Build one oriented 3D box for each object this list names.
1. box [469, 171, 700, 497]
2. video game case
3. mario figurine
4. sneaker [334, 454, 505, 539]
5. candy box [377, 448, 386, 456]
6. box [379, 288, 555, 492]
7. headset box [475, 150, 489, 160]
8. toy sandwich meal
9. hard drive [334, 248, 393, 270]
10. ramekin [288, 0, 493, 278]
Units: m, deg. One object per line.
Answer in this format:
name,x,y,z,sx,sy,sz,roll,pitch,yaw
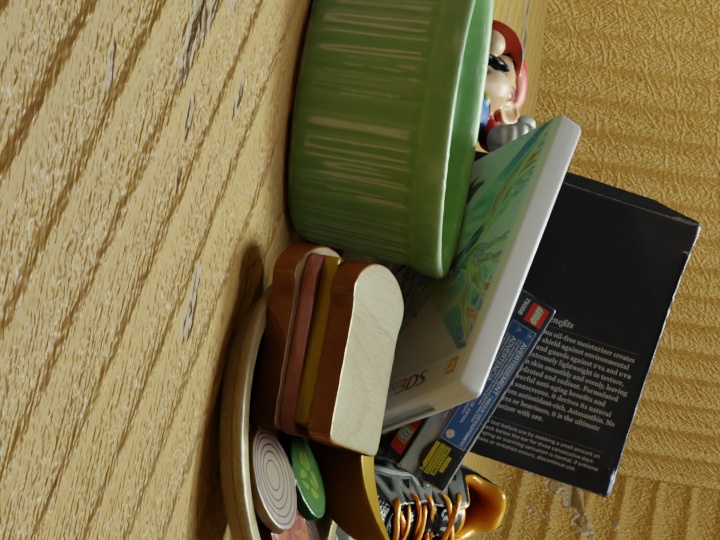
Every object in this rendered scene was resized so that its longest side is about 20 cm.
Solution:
box,0.141,0.033,1.690,0.200,0.123,0.199,-112,-139,-84
video game case,0.057,0.010,1.529,0.182,0.022,0.201,-28,-145,59
mario figurine,0.073,-0.138,1.773,0.124,0.106,0.200,58,34,-13
sneaker,0.031,0.160,1.574,0.200,0.077,0.079,-19,120,-61
candy box,0.010,0.133,1.773,0.200,0.077,0.170,72,29,-72
box,0.050,0.057,1.577,0.137,0.040,0.200,-58,-163,2
headset box,0.054,0.010,1.907,0.200,0.077,0.149,98,2,-64
toy sandwich meal,-0.020,0.088,1.349,0.205,0.070,0.206,-1,90,-73
hard drive,0.000,0.000,1.609,0.132,0.025,0.200,99,10,-49
ramekin,0.019,-0.101,1.466,0.200,0.097,0.201,9,90,-83
